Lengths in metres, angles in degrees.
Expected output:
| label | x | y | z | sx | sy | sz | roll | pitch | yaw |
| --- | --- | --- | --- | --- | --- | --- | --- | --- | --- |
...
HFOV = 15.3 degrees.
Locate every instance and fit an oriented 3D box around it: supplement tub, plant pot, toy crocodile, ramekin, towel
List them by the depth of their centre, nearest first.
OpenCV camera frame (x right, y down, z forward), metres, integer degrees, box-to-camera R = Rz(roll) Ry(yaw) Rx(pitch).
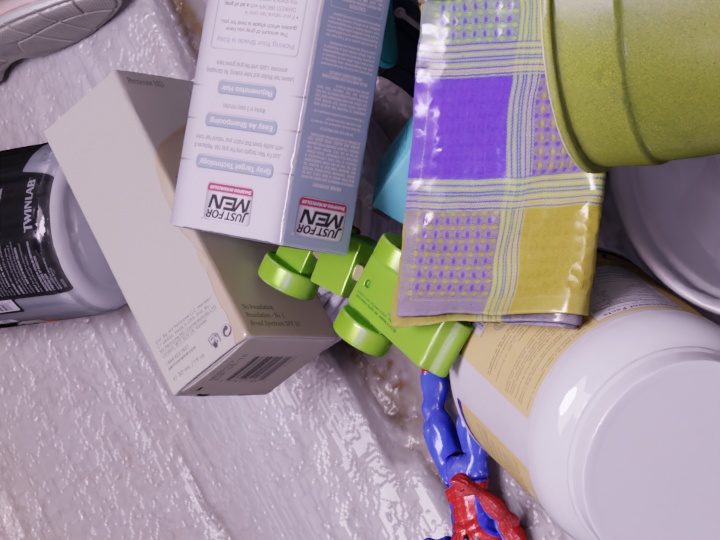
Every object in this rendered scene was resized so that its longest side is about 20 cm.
| label | x | y | z | sx | sy | sz | roll | pitch | yaw |
| --- | --- | --- | --- | --- | --- | --- | --- | --- | --- |
| plant pot | 0.215 | -0.148 | 1.402 | 0.192 | 0.200 | 0.201 | 3 | 90 | 22 |
| towel | 0.080 | -0.064 | 1.515 | 0.143 | 0.023 | 0.201 | 3 | 84 | 43 |
| supplement tub | 0.146 | 0.078 | 1.531 | 0.146 | 0.145 | 0.200 | -71 | 22 | 11 |
| ramekin | 0.252 | -0.069 | 1.536 | 0.199 | 0.105 | 0.201 | -1 | 88 | 33 |
| toy crocodile | 0.000 | 0.000 | 1.624 | 0.200 | 0.062 | 0.068 | 36 | 106 | 41 |
| supplement tub | -0.253 | -0.021 | 1.861 | 0.199 | 0.122 | 0.123 | -7 | 85 | 34 |

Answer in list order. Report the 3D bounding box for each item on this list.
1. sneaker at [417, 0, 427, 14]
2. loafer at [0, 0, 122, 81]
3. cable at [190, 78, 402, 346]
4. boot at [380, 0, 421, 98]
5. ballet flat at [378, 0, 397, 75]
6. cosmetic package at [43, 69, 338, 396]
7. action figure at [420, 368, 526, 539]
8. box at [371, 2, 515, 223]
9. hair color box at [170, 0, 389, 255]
| label | x | y | z | sx | sy | sz | roll | pitch | yaw |
| --- | --- | --- | --- | --- | --- | --- | --- | --- | --- |
| sneaker | 0.090 | -0.178 | 1.625 | 0.112 | 0.071 | 0.201 | -11 | 120 | 9 |
| loafer | -0.253 | -0.180 | 1.901 | 0.200 | 0.072 | 0.063 | -26 | 68 | 33 |
| cable | -0.065 | -0.039 | 1.769 | 0.200 | 0.069 | 0.201 | -40 | 67 | 27 |
| boot | -0.007 | -0.187 | 1.730 | 0.200 | 0.073 | 0.091 | 34 | 101 | 29 |
| ballet flat | -0.016 | -0.218 | 1.665 | 0.074 | 0.074 | 0.201 | -4 | 81 | 33 |
| cosmetic package | -0.107 | -0.022 | 1.693 | 0.073 | 0.103 | 0.201 | -37 | 70 | 27 |
| action figure | 0.049 | 0.119 | 1.673 | 0.065 | 0.099 | 0.201 | -18 | 81 | 33 |
| box | 0.092 | -0.103 | 1.602 | 0.082 | 0.049 | 0.200 | 27 | 122 | -12 |
| hair color box | -0.045 | -0.116 | 1.600 | 0.099 | 0.060 | 0.201 | 10 | 90 | 44 |
